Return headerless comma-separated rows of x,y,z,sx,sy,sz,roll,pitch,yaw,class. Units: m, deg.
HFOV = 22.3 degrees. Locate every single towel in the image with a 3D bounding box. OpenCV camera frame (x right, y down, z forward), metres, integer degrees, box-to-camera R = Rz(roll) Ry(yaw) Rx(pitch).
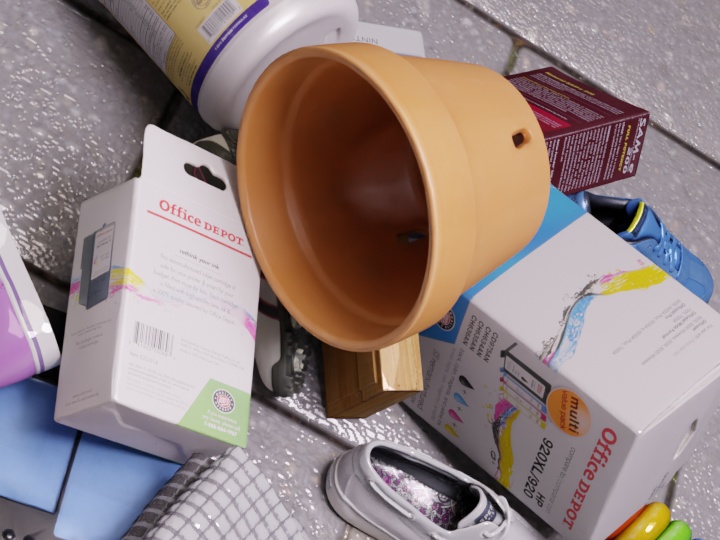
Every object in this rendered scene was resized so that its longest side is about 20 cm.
-0.087,0.240,1.177,0.200,0.085,0.166,57,43,-15,towel

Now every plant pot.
0.031,-0.059,1.218,0.140,0.200,0.201,-15,74,-38,plant pot

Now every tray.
0.000,0.000,1.339,0.037,0.099,0.201,3,73,-25,tray

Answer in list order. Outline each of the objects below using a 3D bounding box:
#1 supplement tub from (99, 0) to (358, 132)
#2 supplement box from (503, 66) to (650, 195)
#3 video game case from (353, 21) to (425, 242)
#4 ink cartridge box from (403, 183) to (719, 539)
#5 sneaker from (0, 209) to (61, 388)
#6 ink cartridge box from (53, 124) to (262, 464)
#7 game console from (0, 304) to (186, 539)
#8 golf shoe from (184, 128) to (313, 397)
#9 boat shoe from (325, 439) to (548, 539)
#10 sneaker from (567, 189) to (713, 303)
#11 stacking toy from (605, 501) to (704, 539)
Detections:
-0.113,-0.217,1.363,0.145,0.146,0.200,-29,70,-36,supplement tub
0.120,-0.101,1.421,0.199,0.061,0.109,-16,36,-41,supplement box
-0.020,-0.114,1.451,0.181,0.023,0.201,5,64,-27,video game case
0.150,0.070,1.338,0.200,0.148,0.144,39,50,22,ink cartridge box
-0.288,-0.006,1.217,0.114,0.073,0.201,-21,64,-15,sneaker
-0.132,0.017,1.232,0.117,0.067,0.201,25,58,-39,ink cartridge box
-0.192,0.127,1.228,0.176,0.031,0.201,23,56,-18,game console
-0.084,-0.003,1.338,0.088,0.077,0.201,-11,85,10,golf shoe
0.073,0.179,1.326,0.200,0.069,0.072,34,54,-10,boat shoe
0.228,-0.015,1.486,0.200,0.078,0.066,21,54,-32,sneaker
0.222,0.213,1.397,0.200,0.085,0.085,46,53,8,stacking toy
